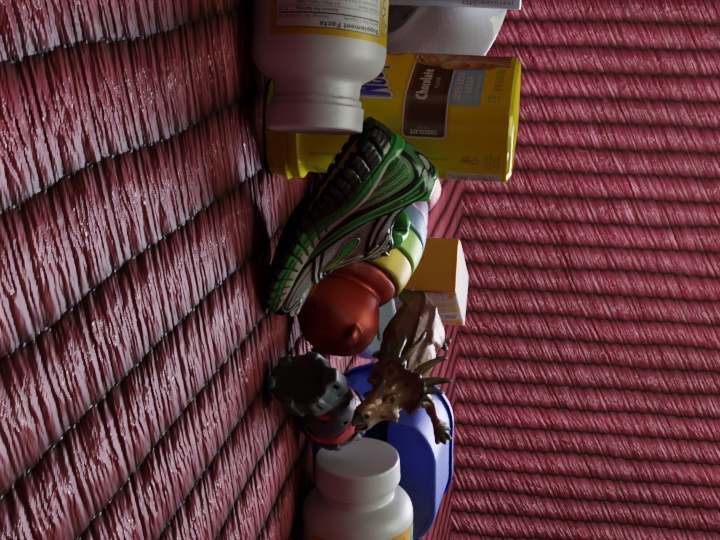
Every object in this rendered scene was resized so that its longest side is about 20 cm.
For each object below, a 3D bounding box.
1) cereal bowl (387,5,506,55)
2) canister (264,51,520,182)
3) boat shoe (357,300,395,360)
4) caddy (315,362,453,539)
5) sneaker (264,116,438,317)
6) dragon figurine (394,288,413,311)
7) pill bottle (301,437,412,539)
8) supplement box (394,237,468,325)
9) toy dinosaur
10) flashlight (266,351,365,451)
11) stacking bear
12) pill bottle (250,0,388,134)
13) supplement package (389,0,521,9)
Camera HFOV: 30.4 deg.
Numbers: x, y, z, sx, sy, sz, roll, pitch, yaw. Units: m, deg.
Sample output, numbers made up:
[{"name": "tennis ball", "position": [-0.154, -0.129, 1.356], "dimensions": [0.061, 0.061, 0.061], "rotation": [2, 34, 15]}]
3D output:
[{"name": "cereal bowl", "position": [0.081, -0.303, 1.590], "dimensions": [0.083, 0.200, 0.201], "rotation": [31, 50, -30]}, {"name": "canister", "position": [0.032, -0.133, 1.118], "dimensions": [0.149, 0.199, 0.087], "rotation": [-72, 164, -60]}, {"name": "boat shoe", "position": [0.000, 0.000, 1.464], "dimensions": [0.067, 0.073, 0.201], "rotation": [156, -63, -66]}, {"name": "caddy", "position": [0.027, 0.194, 1.418], "dimensions": [0.105, 0.140, 0.201], "rotation": [-68, 160, -57]}, {"name": "sneaker", "position": [-0.012, -0.025, 1.065], "dimensions": [0.200, 0.085, 0.078], "rotation": [-49, -162, 35]}, {"name": "dragon figurine", "position": [0.044, 0.065, 1.621], "dimensions": [0.200, 0.099, 0.059], "rotation": [61, 34, -75]}, {"name": "pill bottle", "position": [-0.003, 0.276, 1.331], "dimensions": [0.113, 0.112, 0.201], "rotation": [-66, 157, -68]}, {"name": "supplement box", "position": [0.071, 0.016, 1.704], "dimensions": [0.200, 0.125, 0.074], "rotation": [59, 34, -74]}, {"name": "toy dinosaur", "position": [0.046, 0.076, 1.245], "dimensions": [0.136, 0.085, 0.201], "rotation": [83, 12, -57]}, {"name": "flashlight", "position": [-0.040, 0.119, 1.207], "dimensions": [0.068, 0.068, 0.200], "rotation": [-52, 162, -5]}, {"name": "stacking bear", "position": [-0.002, -0.012, 1.256], "dimensions": [0.114, 0.121, 0.201], "rotation": [36, 59, -27]}, {"name": "pill bottle", "position": [-0.030, -0.206, 1.000], "dimensions": [0.104, 0.104, 0.201], "rotation": [-6, 100, -82]}, {"name": "supplement package", "position": [0.091, -0.413, 1.458], "dimensions": [0.200, 0.190, 0.148], "rotation": [81, 15, -53]}]
